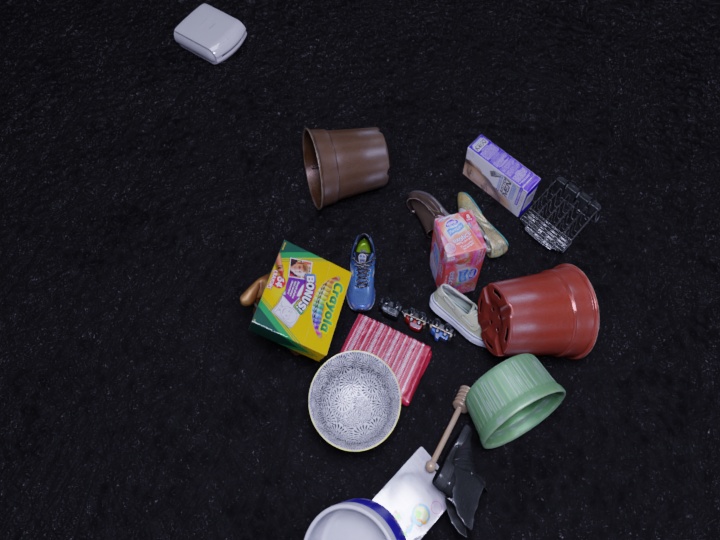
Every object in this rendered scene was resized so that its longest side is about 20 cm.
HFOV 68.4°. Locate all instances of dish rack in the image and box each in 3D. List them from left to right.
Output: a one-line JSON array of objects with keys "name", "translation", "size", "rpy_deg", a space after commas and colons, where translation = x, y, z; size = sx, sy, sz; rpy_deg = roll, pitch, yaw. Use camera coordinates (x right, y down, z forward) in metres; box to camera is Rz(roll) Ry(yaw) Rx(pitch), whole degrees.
[{"name": "dish rack", "translation": [0.508, -0.138, 1.357], "size": [0.199, 0.055, 0.153], "rpy_deg": [-43, 68, -16]}]

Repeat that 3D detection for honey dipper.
[{"name": "honey dipper", "translation": [0.187, 0.333, 1.108], "size": [0.037, 0.039, 0.202], "rpy_deg": [26, 56, 14]}]

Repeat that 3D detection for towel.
[{"name": "towel", "translation": [0.052, 0.201, 1.209], "size": [0.194, 0.023, 0.148], "rpy_deg": [24, 68, 15]}]

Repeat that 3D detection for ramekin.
[{"name": "ramekin", "translation": [0.306, 0.262, 1.076], "size": [0.194, 0.203, 0.099], "rpy_deg": [-24, 55, -11]}]

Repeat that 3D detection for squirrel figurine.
[{"name": "squirrel figurine", "translation": [-0.144, 0.084, 1.213], "size": [0.186, 0.142, 0.200], "rpy_deg": [40, 72, 13]}]

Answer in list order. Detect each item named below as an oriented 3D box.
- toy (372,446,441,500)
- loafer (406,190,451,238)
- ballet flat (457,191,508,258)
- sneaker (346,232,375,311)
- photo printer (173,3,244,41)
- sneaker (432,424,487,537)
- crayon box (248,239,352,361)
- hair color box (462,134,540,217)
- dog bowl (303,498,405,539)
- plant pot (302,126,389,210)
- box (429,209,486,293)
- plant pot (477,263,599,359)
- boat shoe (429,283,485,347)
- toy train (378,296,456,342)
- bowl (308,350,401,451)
[{"name": "toy", "translation": [0.092, 0.470, 1.053], "size": [0.198, 0.048, 0.115], "rpy_deg": [-38, 70, -24]}, {"name": "loafer", "translation": [0.186, -0.126, 1.345], "size": [0.199, 0.074, 0.071], "rpy_deg": [41, 69, 20]}, {"name": "ballet flat", "translation": [0.292, -0.114, 1.341], "size": [0.069, 0.071, 0.203], "rpy_deg": [-29, 67, -14]}, {"name": "sneaker", "translation": [0.000, 0.000, 1.275], "size": [0.075, 0.090, 0.207], "rpy_deg": [-1, 62, 2]}, {"name": "photo printer", "translation": [-0.471, -0.750, 1.687], "size": [0.196, 0.070, 0.168], "rpy_deg": [31, 67, 17]}, {"name": "sneaker", "translation": [0.208, 0.407, 1.050], "size": [0.103, 0.061, 0.199], "rpy_deg": [36, 39, 11]}, {"name": "crayon box", "translation": [-0.125, 0.064, 1.138], "size": [0.167, 0.058, 0.206], "rpy_deg": [24, 60, -10]}, {"name": "hair color box", "translation": [0.363, -0.246, 1.383], "size": [0.064, 0.110, 0.200], "rpy_deg": [-38, 67, -17]}, {"name": "dog bowl", "translation": [-0.009, 0.529, 0.964], "size": [0.192, 0.078, 0.209], "rpy_deg": [-5, 77, 22]}, {"name": "plant pot", "translation": [-0.036, -0.279, 1.371], "size": [0.191, 0.203, 0.206], "rpy_deg": [-13, 62, -13]}, {"name": "box", "translation": [0.219, -0.033, 1.224], "size": [0.091, 0.202, 0.106], "rpy_deg": [-13, 60, -4]}, {"name": "plant pot", "translation": [0.365, 0.095, 1.133], "size": [0.187, 0.203, 0.208], "rpy_deg": [-4, 61, -15]}, {"name": "boat shoe", "translation": [0.248, 0.106, 1.210], "size": [0.196, 0.063, 0.073], "rpy_deg": [31, 50, 3]}, {"name": "toy train", "translation": [0.131, 0.119, 1.242], "size": [0.194, 0.034, 0.047], "rpy_deg": [23, 67, 13]}, {"name": "bowl", "translation": [-0.011, 0.285, 1.125], "size": [0.192, 0.095, 0.208], "rpy_deg": [0, 62, 1]}]
